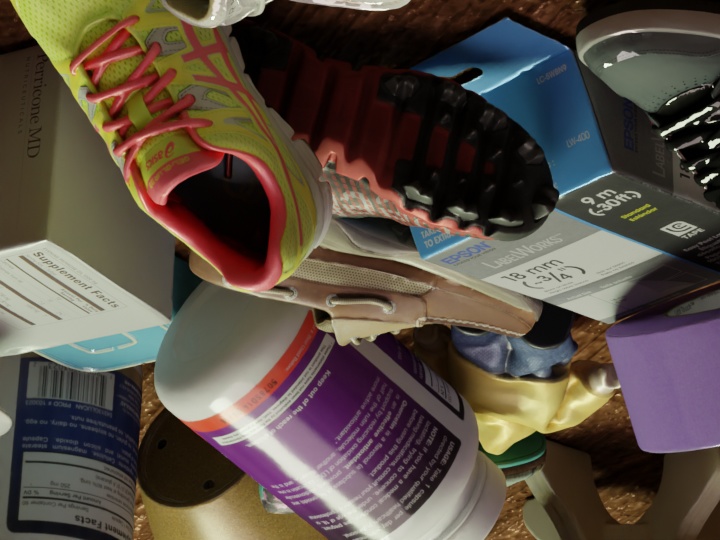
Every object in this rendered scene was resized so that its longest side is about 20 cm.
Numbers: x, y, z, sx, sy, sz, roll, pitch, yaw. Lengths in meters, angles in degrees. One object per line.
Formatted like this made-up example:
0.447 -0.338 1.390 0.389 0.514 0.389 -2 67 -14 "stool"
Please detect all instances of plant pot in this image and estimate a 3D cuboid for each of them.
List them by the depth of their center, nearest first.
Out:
-0.054 0.163 1.784 0.186 0.187 0.200 -11 141 26 "plant pot"

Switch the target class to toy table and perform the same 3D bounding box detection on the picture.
0.178 0.189 1.871 0.184 0.117 0.200 -16 150 35 "toy table"

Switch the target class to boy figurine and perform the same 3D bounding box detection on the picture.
0.092 0.053 1.628 0.124 0.065 0.200 10 159 8 "boy figurine"

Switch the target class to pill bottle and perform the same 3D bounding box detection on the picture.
-0.012 0.084 1.582 0.200 0.113 0.112 42 139 -25 "pill bottle"
-0.190 0.144 1.690 0.111 0.200 0.111 2 156 1 "pill bottle"

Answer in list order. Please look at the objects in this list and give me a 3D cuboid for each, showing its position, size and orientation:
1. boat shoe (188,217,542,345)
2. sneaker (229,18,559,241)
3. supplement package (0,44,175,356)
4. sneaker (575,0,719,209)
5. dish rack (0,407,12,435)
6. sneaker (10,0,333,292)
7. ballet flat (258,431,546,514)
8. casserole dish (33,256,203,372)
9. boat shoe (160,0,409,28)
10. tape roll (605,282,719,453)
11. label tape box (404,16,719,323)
0.000 0.000 1.481 0.200 0.076 0.072 20 109 -20 "boat shoe"
-0.005 -0.059 1.354 0.200 0.071 0.098 18 160 -3 "sneaker"
-0.201 -0.026 1.410 0.200 0.114 0.110 -12 152 27 "supplement package"
0.182 -0.045 1.330 0.200 0.121 0.084 18 152 -32 "sneaker"
-0.289 0.056 1.410 0.200 0.044 0.172 18 151 -31 "dish rack"
-0.084 -0.071 1.249 0.078 0.090 0.200 -37 106 21 "sneaker"
0.021 0.122 1.715 0.200 0.069 0.071 1 124 -36 "ballet flat"
-0.166 0.012 1.590 0.121 0.039 0.200 -14 151 30 "casserole dish"
-0.062 -0.134 1.209 0.200 0.069 0.071 12 153 -23 "boat shoe"
0.230 0.034 1.460 0.200 0.066 0.200 -18 -178 1 "tape roll"
0.100 -0.044 1.410 0.200 0.063 0.144 19 151 -35 "label tape box"
